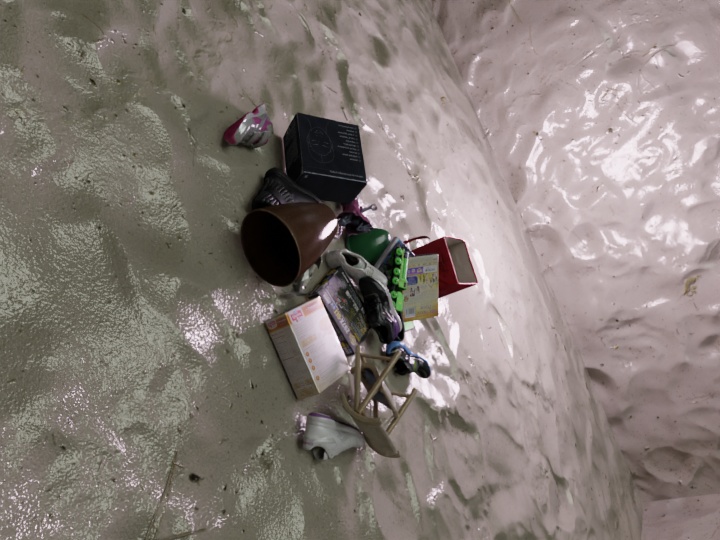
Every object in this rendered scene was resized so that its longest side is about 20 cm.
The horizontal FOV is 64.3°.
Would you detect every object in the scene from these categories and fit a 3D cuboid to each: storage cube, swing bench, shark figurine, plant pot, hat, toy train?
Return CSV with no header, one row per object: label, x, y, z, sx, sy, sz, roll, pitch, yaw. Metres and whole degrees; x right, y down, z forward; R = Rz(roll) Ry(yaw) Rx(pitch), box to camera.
storage cube,0.277,-0.005,2.000,0.199,0.179,0.173,2,69,-55
swing bench,0.041,0.328,1.424,0.200,0.129,0.201,67,35,-46
shark figurine,-0.153,-0.012,1.479,0.089,0.128,0.216,29,61,-11
plant pot,-0.148,-0.086,1.365,0.200,0.186,0.188,-33,98,-45
hat,0.079,-0.098,1.758,0.167,0.175,0.200,60,32,-14
toy train,0.110,0.028,1.680,0.056,0.042,0.202,16,72,-24

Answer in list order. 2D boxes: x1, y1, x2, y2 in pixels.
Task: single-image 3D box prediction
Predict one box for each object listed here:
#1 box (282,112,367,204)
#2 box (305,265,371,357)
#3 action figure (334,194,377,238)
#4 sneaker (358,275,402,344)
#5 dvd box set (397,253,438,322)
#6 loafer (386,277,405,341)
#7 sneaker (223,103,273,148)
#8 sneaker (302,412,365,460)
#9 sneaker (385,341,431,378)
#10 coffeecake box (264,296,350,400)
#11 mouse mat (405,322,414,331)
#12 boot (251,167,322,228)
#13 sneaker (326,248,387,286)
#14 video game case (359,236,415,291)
box,-0.102,-0.312,1.611,0.198,0.124,0.198,5,62,-27
box,-0.050,0.109,1.559,0.201,0.049,0.160,59,34,-15
action figure,-0.029,-0.181,1.749,0.134,0.148,0.201,52,14,-38
sneaker,0.049,0.112,1.599,0.201,0.075,0.088,60,35,-14
dvd box set,0.180,0.053,1.781,0.145,0.029,0.202,-8,101,-31
loafer,0.094,0.115,1.708,0.068,0.070,0.203,-18,101,-22
sneaker,-0.277,-0.360,1.481,0.089,0.081,0.200,54,34,-17
sneaker,-0.067,0.402,1.348,0.200,0.074,0.100,34,63,-42
sneaker,0.139,0.284,1.727,0.199,0.070,0.083,37,56,-38
coffeecake box,-0.124,0.182,1.377,0.153,0.073,0.202,-24,92,-59
mouse mat,0.108,0.103,1.840,0.160,0.007,0.202,-8,77,-57
boot,-0.185,-0.153,1.487,0.210,0.079,0.159,36,36,-25
sneaker,0.000,0.000,1.624,0.199,0.080,0.071,28,68,-22
video game case,0.109,0.030,1.765,0.182,0.023,0.201,43,75,-30
